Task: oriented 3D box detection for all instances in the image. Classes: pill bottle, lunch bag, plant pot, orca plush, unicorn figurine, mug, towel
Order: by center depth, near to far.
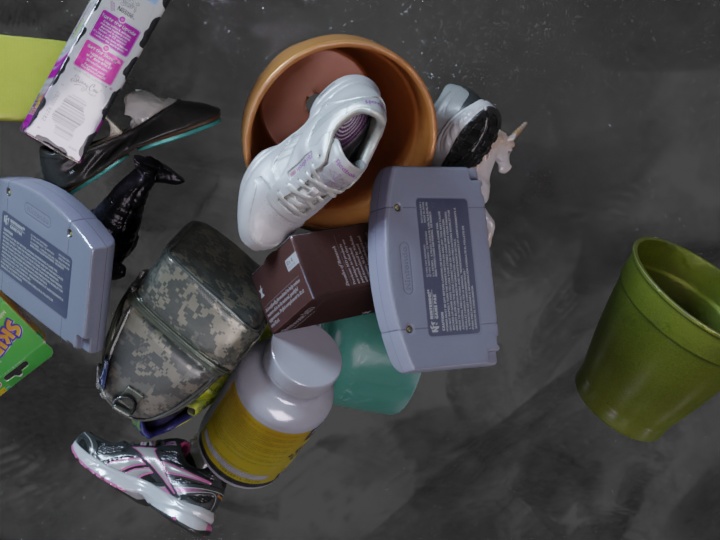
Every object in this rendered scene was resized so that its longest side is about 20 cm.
[{"bbox_3d":[-0.368,-0.192,1.187,0.198,0.018,0.087,2,89,-16],"label":"towel"},{"bbox_3d":[-0.035,-0.156,1.242,0.198,0.140,0.202,-6,115,-13],"label":"plant pot"},{"bbox_3d":[-0.252,-0.024,1.257,0.200,0.071,0.105,-43,153,14],"label":"orca plush"},{"bbox_3d":[-0.190,0.059,1.259,0.139,0.200,0.168,38,104,-7],"label":"lunch bag"},{"bbox_3d":[-0.095,0.143,1.281,0.111,0.113,0.200,14,139,-20],"label":"pill bottle"},{"bbox_3d":[0.106,-0.084,1.347,0.198,0.074,0.139,-7,105,-6],"label":"unicorn figurine"},{"bbox_3d":[-0.009,0.093,1.354,0.113,0.152,0.187,12,110,-19],"label":"mug"},{"bbox_3d":[0.364,0.097,1.450,0.199,0.201,0.194,20,119,-22],"label":"plant pot"}]

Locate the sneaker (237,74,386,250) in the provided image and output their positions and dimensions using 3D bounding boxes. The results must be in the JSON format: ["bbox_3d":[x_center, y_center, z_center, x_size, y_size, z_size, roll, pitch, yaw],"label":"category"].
[{"bbox_3d":[-0.049,-0.096,1.131,0.075,0.100,0.200,32,104,-27],"label":"sneaker"}]

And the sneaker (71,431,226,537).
[{"bbox_3d":[-0.234,0.227,1.363,0.087,0.199,0.080,-59,160,-18],"label":"sneaker"}]

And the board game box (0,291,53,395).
[{"bbox_3d":[-0.432,0.047,1.289,0.095,0.030,0.200,-36,115,4],"label":"board game box"}]

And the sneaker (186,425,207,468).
[{"bbox_3d":[-0.164,0.200,1.417,0.198,0.075,0.088,-25,97,-4],"label":"sneaker"}]

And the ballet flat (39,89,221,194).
[{"bbox_3d":[-0.244,-0.144,1.235,0.199,0.068,0.069,-26,105,-2],"label":"ballet flat"}]

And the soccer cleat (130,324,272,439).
[{"bbox_3d":[-0.172,0.132,1.365,0.199,0.084,0.065,-29,117,-1],"label":"soccer cleat"}]

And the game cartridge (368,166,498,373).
[{"bbox_3d":[0.071,-0.002,1.181,0.132,0.041,0.202,-2,84,-30],"label":"game cartridge"}]

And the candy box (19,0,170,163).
[{"bbox_3d":[-0.250,-0.206,1.136,0.061,0.136,0.201,28,89,-19],"label":"candy box"}]

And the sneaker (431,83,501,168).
[{"bbox_3d":[0.069,-0.113,1.293,0.074,0.079,0.201,17,116,-51],"label":"sneaker"}]

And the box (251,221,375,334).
[{"bbox_3d":[0.000,0.000,1.229,0.198,0.076,0.100,-9,162,-33],"label":"box"}]

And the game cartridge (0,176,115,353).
[{"bbox_3d":[-0.317,-0.017,1.207,0.041,0.199,0.134,-7,118,-46],"label":"game cartridge"}]
